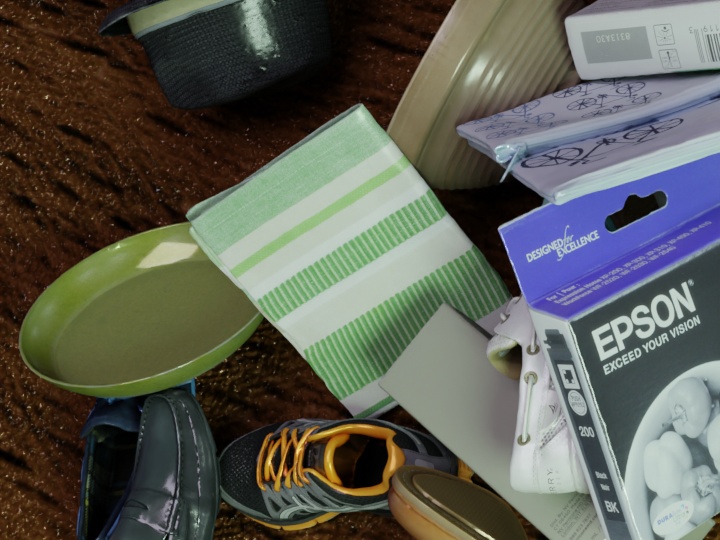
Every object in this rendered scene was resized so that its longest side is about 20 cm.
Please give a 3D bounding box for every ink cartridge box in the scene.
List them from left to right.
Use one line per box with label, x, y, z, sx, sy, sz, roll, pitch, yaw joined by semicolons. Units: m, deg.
ink cartridge box;0.190;0.033;1.173;0.043;0.198;0.200;-6;107;56
ink cartridge box;0.250;-0.178;1.303;0.161;0.200;0.050;-1;111;42

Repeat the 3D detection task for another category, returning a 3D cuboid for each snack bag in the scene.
snack bag;0.166;-0.091;1.216;0.188;0.021;0.200;-18;17;-6

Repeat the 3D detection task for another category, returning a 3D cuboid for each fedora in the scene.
fedora;-0.093;-0.173;1.535;0.200;0.201;0.092;-15;93;27

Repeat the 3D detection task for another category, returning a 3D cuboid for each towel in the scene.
towel;0.000;0.000;1.362;0.152;0.200;0.023;-31;25;21

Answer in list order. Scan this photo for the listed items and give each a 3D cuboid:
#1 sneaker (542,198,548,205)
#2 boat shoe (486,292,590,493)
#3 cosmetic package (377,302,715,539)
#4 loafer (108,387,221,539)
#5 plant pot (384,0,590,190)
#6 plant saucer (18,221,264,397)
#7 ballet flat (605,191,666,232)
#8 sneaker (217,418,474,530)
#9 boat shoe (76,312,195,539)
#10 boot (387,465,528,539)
sneaker;0.205;-0.067;1.326;0.140;0.078;0.200;11;77;36
boat shoe;0.109;0.042;1.227;0.069;0.071;0.200;-7;52;11
cosmetic package;0.115;0.115;1.290;0.073;0.104;0.200;-51;54;3
loafer;-0.138;0.180;1.416;0.068;0.070;0.201;-12;75;50
plant pot;0.099;-0.127;1.374;0.093;0.201;0.201;30;87;6
plant saucer;-0.149;0.032;1.489;0.200;0.031;0.200;-13;32;8
ballet flat;0.194;0.001;1.276;0.072;0.068;0.200;-26;88;-6
sneaker;-0.024;0.130;1.388;0.200;0.077;0.078;-6;69;33
boat shoe;-0.164;0.118;1.486;0.084;0.069;0.200;-16;60;26
boot;0.056;0.219;1.239;0.155;0.200;0.077;-46;25;17
